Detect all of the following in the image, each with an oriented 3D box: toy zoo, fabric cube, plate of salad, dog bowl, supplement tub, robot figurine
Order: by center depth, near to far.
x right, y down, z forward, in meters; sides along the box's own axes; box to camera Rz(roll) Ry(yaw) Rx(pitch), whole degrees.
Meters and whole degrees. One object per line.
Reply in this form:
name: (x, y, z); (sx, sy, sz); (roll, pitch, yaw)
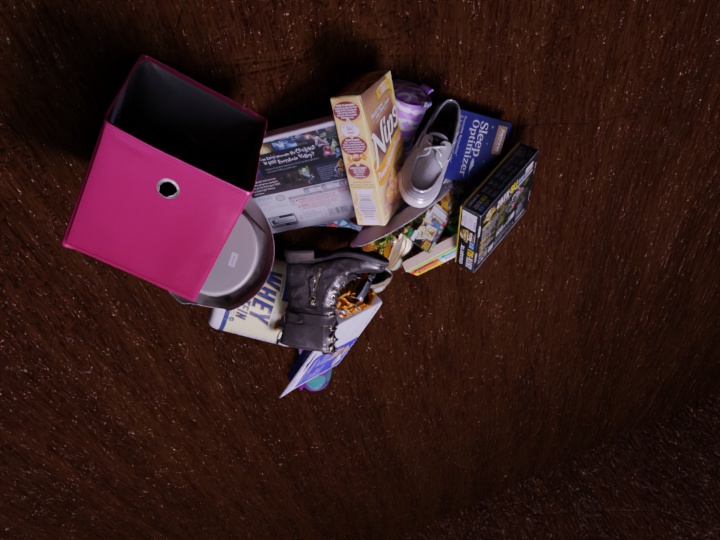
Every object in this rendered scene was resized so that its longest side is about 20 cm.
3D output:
fabric cube: (-0.258, -0.124, 0.911); (0.192, 0.203, 0.201); (25, 124, -19)
dog bowl: (-0.232, -0.035, 1.097); (0.196, 0.205, 0.059); (-26, -178, 2)
plate of salad: (0.071, -0.085, 1.123); (0.197, 0.200, 0.049); (-31, 100, 6)
supplement tub: (-0.166, 0.052, 1.219); (0.194, 0.148, 0.147); (15, 131, -15)
robot figurine: (0.000, 0.000, 1.235); (0.058, 0.204, 0.143); (36, 142, -24)
toy zoo: (0.160, -0.030, 1.387); (0.128, 0.021, 0.200); (-27, 171, 10)

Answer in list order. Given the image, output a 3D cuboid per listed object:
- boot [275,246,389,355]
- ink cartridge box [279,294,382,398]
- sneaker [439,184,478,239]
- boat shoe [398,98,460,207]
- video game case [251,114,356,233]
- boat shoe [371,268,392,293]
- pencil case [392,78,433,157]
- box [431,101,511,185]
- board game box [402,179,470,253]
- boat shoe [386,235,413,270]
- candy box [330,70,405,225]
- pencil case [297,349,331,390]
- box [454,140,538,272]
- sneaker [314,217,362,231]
boot: (-0.048, 0.052, 1.131); (0.193, 0.180, 0.069); (2, -171, 11)
ink cartridge box: (-0.066, 0.142, 1.323); (0.198, 0.047, 0.199); (-20, 151, -53)
sneaker: (0.197, -0.112, 1.334); (0.197, 0.086, 0.078); (-32, 143, 6)
boat shoe: (0.116, -0.189, 1.057); (0.071, 0.202, 0.069); (27, 147, 6)
video game case: (-0.096, -0.148, 1.080); (0.194, 0.024, 0.184); (-9, 133, 17)
boat shoe: (-0.014, 0.005, 1.348); (0.068, 0.077, 0.197); (-30, 158, 34)
pencil case: (0.055, -0.221, 1.130); (0.084, 0.084, 0.203); (-26, 152, -41)
box: (0.198, -0.221, 1.211); (0.195, 0.032, 0.125); (3, 109, -36)
board game box: (0.146, -0.142, 1.244); (0.104, 0.023, 0.203); (29, 92, -38)
boat shoe: (0.070, -0.091, 1.309); (0.074, 0.072, 0.204); (8, 122, -20)
candy box: (0.020, -0.187, 1.035); (0.054, 0.116, 0.205); (3, 122, 27)
pencil case: (-0.106, 0.183, 1.498); (0.092, 0.085, 0.203); (-35, 148, -27)
box: (0.254, -0.117, 1.261); (0.200, 0.049, 0.162); (-46, 151, -26)
sneaker: (-0.061, -0.119, 1.197); (0.094, 0.081, 0.198); (-32, 137, 28)
